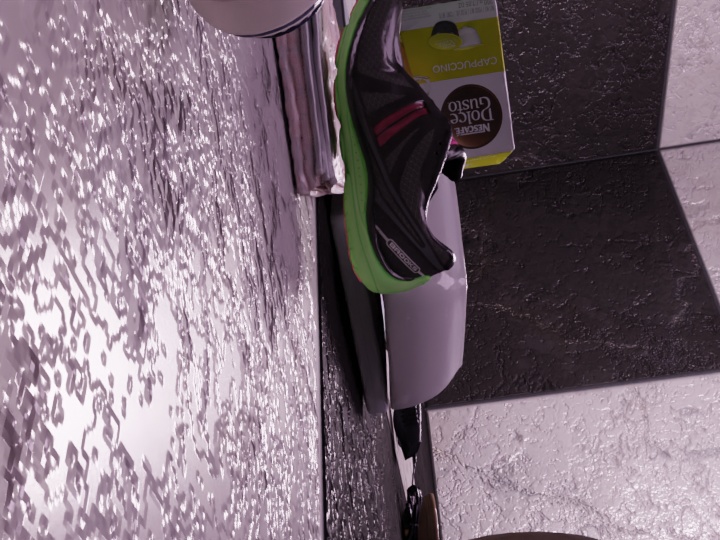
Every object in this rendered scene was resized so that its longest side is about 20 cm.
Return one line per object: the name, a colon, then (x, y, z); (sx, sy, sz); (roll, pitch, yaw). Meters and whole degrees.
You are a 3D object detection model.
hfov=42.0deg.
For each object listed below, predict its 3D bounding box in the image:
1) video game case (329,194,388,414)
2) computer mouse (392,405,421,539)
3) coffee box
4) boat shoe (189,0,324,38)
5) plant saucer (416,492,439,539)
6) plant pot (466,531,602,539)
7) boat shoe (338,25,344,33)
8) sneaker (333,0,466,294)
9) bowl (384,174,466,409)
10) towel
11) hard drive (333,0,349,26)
video game case: (0.000, 0.000, 0.888); (0.183, 0.023, 0.203); (-90, 171, -62)
computer mouse: (0.058, 0.250, 1.214); (0.059, 0.033, 0.203); (109, -15, -55)
coffee box: (0.094, -0.237, 1.281); (0.200, 0.196, 0.202); (-33, 115, -86)
boat shoe: (-0.030, -0.140, 0.380); (0.093, 0.073, 0.203); (65, 16, -51)
plant saucer: (0.088, 0.395, 1.224); (0.200, 0.029, 0.204); (-4, 90, -89)
plant pot: (0.083, 0.250, 0.407); (0.174, 0.196, 0.203); (-87, 169, -60)
boat shoe: (0.010, -0.141, 0.816); (0.074, 0.064, 0.203); (105, -22, -54)
sneaker: (0.027, -0.087, 0.622); (0.077, 0.082, 0.204); (31, 54, -84)
bowl: (0.055, 0.006, 0.867); (0.202, 0.073, 0.202); (87, 1, -49)
towel: (-0.033, -0.155, 0.669); (0.191, 0.032, 0.204); (-60, 143, -83)
hard drive: (-0.014, -0.198, 1.028); (0.200, 0.026, 0.134); (73, 10, -68)
